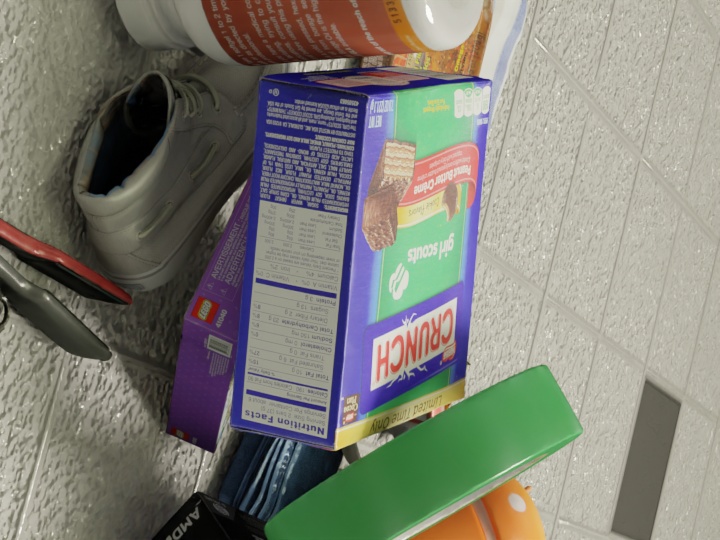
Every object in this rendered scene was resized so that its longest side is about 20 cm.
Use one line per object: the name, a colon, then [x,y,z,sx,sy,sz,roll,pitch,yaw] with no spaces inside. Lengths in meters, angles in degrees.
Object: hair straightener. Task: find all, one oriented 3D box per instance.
hair straightener: [-0.192,0.013,1.033,0.200,0.041,0.078,45,59,-61]

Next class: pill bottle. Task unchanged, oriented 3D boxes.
pill bottle: [-0.037,-0.175,1.087,0.112,0.198,0.114,-2,90,-65]

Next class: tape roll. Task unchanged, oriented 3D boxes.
tape roll: [0.038,0.128,1.160,0.048,0.200,0.200,61,25,9]

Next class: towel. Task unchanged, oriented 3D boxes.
towel: [-0.069,0.189,1.356,0.201,0.048,0.112,-67,153,-25]
towel: [0.089,-0.211,1.559,0.200,0.024,0.148,51,53,-58]

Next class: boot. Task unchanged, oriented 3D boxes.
boot: [-0.103,-0.090,1.140,0.096,0.073,0.201,75,35,-54]

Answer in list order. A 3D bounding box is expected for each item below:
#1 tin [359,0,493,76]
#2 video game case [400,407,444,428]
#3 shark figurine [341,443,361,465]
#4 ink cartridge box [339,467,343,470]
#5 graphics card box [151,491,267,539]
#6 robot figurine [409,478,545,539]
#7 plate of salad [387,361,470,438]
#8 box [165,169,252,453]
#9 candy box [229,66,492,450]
tin: [0.043,-0.148,1.439,0.112,0.042,0.202,6,99,-56]
video game case: [0.000,0.000,1.308,0.017,0.142,0.202,-19,116,-44]
shark figurine: [-0.025,0.040,1.235,0.089,0.129,0.215,6,133,-30]
ink cartridge box: [0.034,0.283,1.494,0.147,0.145,0.201,-60,149,-34]
graphics card box: [-0.038,0.234,1.194,0.051,0.200,0.125,-46,143,8]
robot figurine: [0.045,0.202,1.342,0.144,0.198,0.118,124,-51,-73]
plate of salad: [0.034,0.046,1.389,0.200,0.048,0.202,168,-90,-77]
box: [-0.074,0.017,1.190,0.200,0.039,0.138,110,3,-64]
candy box: [0.004,-0.012,1.110,0.169,0.076,0.202,-16,115,-61]
